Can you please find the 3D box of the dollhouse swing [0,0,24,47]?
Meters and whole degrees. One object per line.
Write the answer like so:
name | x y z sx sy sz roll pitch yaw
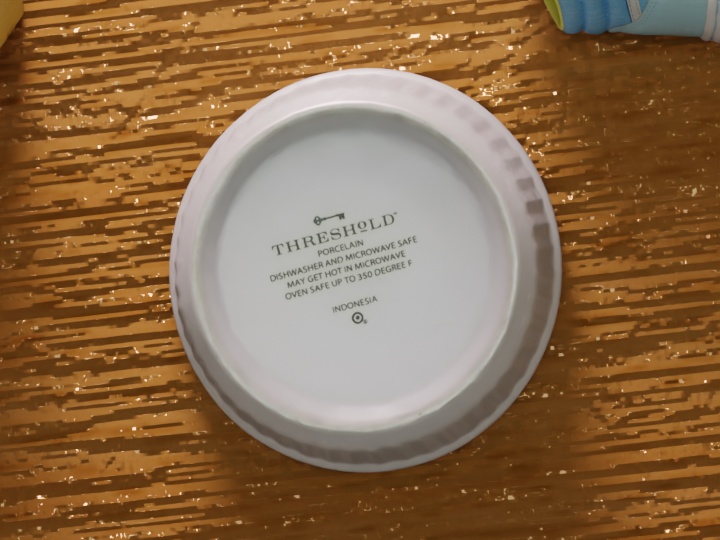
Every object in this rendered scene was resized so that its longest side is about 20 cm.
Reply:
dollhouse swing | -0.284 -0.179 1.106 0.199 0.182 0.176 -9 109 4

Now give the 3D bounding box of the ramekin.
ramekin | 0.000 0.000 1.114 0.201 0.094 0.203 0 90 4

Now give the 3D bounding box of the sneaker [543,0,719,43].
sneaker | 0.122 -0.208 1.117 0.130 0.080 0.201 -4 88 2
